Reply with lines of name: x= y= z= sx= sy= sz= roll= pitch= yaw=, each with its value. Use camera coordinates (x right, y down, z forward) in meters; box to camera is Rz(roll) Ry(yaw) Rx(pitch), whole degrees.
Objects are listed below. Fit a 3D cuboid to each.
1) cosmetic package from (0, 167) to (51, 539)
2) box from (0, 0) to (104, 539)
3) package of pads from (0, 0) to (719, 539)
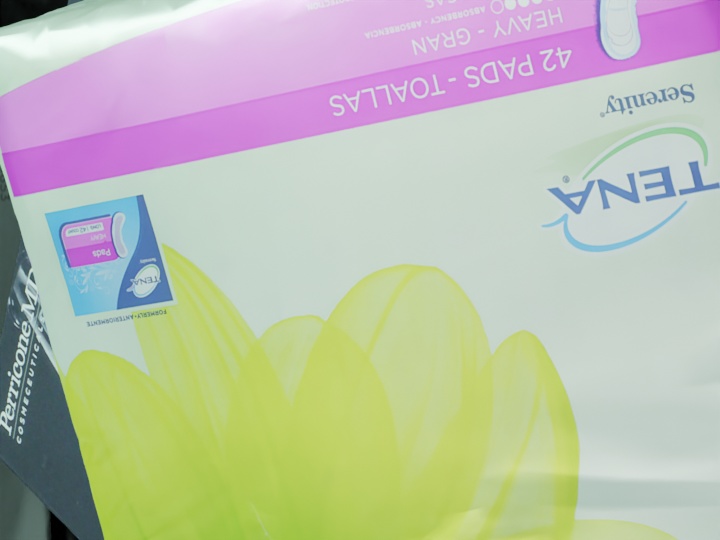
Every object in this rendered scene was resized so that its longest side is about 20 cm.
cosmetic package: x=-0.229 y=0.029 z=1.016 sx=0.199 sy=0.167 sz=0.167 roll=6 pitch=100 yaw=52
box: x=0.000 y=0.000 z=0.773 sx=0.182 sy=0.104 sz=0.201 roll=38 pitch=122 yaw=44
package of pads: x=0.023 y=0.002 z=0.624 sx=0.199 sy=0.068 sz=0.155 roll=-10 pitch=99 yaw=32
